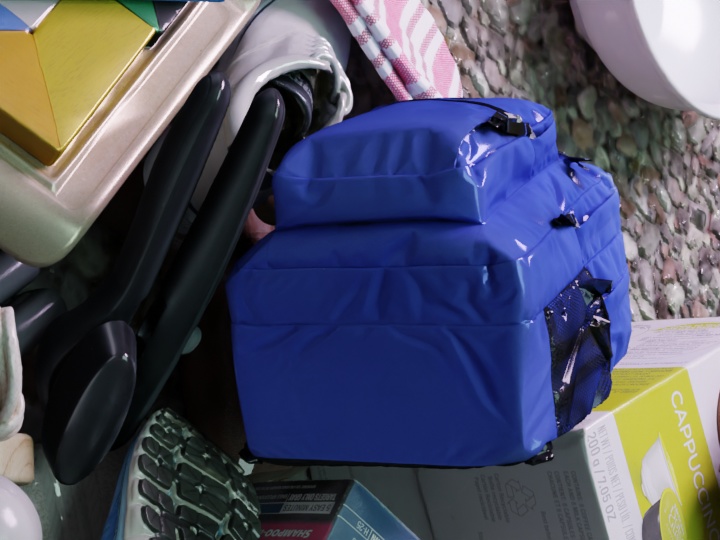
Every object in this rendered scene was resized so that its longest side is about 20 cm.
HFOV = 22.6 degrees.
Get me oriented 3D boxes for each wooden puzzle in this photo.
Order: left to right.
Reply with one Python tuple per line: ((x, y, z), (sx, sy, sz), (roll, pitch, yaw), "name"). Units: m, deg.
((-0.159, -0.127, 0.820), (0.185, 0.037, 0.200), (38, 58, -8), "wooden puzzle")

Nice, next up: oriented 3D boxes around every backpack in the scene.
((0.050, 0.000, 0.863), (0.200, 0.162, 0.168), (-23, 115, -63), "backpack")

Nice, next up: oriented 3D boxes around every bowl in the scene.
((0.201, -0.193, 1.198), (0.201, 0.090, 0.201), (7, 80, -45), "bowl")

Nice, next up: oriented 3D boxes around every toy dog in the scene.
((-0.175, 0.106, 0.714), (0.096, 0.200, 0.132), (-7, 62, -10), "toy dog")

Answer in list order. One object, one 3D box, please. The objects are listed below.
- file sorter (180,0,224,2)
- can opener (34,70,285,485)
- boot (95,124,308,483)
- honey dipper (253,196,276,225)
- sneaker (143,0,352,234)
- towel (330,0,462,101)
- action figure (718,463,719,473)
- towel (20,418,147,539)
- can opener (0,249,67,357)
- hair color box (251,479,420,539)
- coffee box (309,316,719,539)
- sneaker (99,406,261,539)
((-0.141, -0.209, 0.778), (0.200, 0.123, 0.139), (-4, 67, -30), "file sorter")
((-0.087, 0.003, 0.804), (0.063, 0.079, 0.200), (18, 110, -37), "can opener")
((-0.092, 0.028, 0.897), (0.186, 0.064, 0.200), (-12, 95, -45), "boot")
((0.000, 0.000, 0.970), (0.200, 0.038, 0.038), (42, 55, -53), "honey dipper")
((-0.034, -0.085, 0.892), (0.073, 0.071, 0.200), (59, 35, -26), "sneaker")
((0.012, -0.149, 0.988), (0.200, 0.030, 0.146), (54, 15, -25), "towel")
((0.209, 0.149, 0.896), (0.149, 0.134, 0.200), (-10, 76, -4), "action figure")
((-0.139, 0.177, 0.847), (0.132, 0.034, 0.200), (-8, 90, -46), "towel")
((-0.200, 0.054, 0.785), (0.200, 0.066, 0.053), (-44, 115, -45), "can opener")
((-0.058, 0.194, 0.830), (0.061, 0.100, 0.200), (46, 54, -28), "hair color box")
((0.124, 0.148, 0.997), (0.198, 0.200, 0.200), (-23, 101, -44), "coffee box")
((-0.108, 0.145, 0.808), (0.078, 0.090, 0.200), (44, 35, -26), "sneaker")
